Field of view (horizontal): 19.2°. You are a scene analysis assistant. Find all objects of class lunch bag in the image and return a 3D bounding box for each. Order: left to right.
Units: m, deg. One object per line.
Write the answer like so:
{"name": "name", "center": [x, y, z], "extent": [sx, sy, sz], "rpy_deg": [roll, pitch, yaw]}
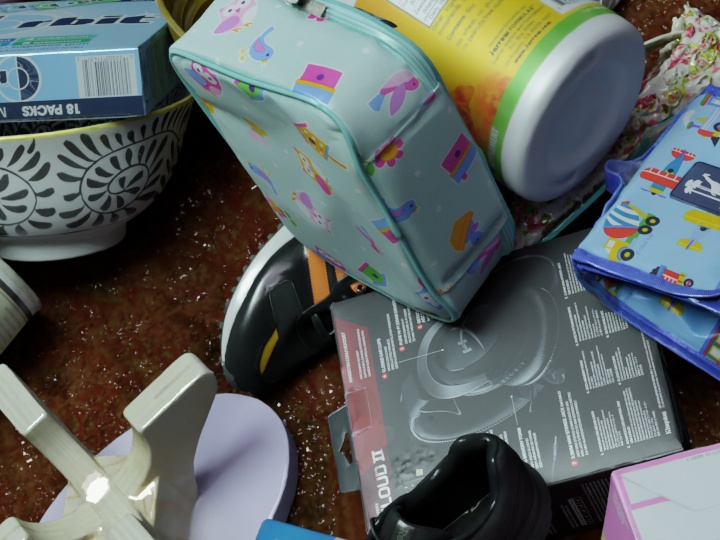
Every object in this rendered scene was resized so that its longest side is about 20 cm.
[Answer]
{"name": "lunch bag", "center": [-0.010, -0.071, 1.155], "extent": [0.077, 0.200, 0.160], "rpy_deg": [-47, 46, -15]}
{"name": "lunch bag", "center": [0.221, -0.013, 1.156], "extent": [0.199, 0.094, 0.151], "rpy_deg": [27, 60, 22]}

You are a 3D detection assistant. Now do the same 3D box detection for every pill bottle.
{"name": "pill bottle", "center": [0.052, -0.134, 1.197], "extent": [0.200, 0.111, 0.111], "rpy_deg": [36, 79, 28]}

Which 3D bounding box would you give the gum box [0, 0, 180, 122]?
{"name": "gum box", "center": [-0.197, -0.134, 1.334], "extent": [0.169, 0.200, 0.045], "rpy_deg": [-2, 105, 8]}

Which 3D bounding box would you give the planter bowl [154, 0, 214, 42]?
{"name": "planter bowl", "center": [-0.037, -0.137, 1.328], "extent": [0.199, 0.084, 0.201], "rpy_deg": [9, 40, -7]}

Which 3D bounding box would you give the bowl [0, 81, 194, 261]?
{"name": "bowl", "center": [-0.195, -0.063, 1.340], "extent": [0.199, 0.095, 0.201], "rpy_deg": [-4, 17, 1]}

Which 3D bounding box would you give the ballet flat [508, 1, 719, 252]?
{"name": "ballet flat", "center": [0.145, -0.085, 1.254], "extent": [0.200, 0.076, 0.064], "rpy_deg": [-39, 91, -17]}

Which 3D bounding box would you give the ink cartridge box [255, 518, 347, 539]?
{"name": "ink cartridge box", "center": [0.023, 0.232, 1.130], "extent": [0.199, 0.084, 0.147], "rpy_deg": [11, 67, 25]}

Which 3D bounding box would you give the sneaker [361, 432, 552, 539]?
{"name": "sneaker", "center": [0.018, 0.163, 1.066], "extent": [0.076, 0.091, 0.201], "rpy_deg": [24, 72, 27]}

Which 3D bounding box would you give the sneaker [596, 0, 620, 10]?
{"name": "sneaker", "center": [0.117, -0.173, 1.305], "extent": [0.074, 0.100, 0.201], "rpy_deg": [-2, 61, 20]}

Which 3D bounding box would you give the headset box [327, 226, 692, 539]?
{"name": "headset box", "center": [0.076, 0.075, 1.199], "extent": [0.199, 0.077, 0.150], "rpy_deg": [-18, 58, 11]}

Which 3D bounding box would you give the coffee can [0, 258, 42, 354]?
{"name": "coffee can", "center": [-0.313, 0.053, 1.307], "extent": [0.146, 0.147, 0.200], "rpy_deg": [32, 77, 30]}

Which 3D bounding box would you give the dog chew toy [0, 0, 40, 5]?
{"name": "dog chew toy", "center": [-0.292, -0.244, 1.480], "extent": [0.199, 0.125, 0.125], "rpy_deg": [9, 66, 33]}

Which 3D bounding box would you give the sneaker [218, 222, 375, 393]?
{"name": "sneaker", "center": [0.000, 0.000, 1.270], "extent": [0.090, 0.070, 0.200], "rpy_deg": [31, 74, 33]}

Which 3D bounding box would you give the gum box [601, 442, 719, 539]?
{"name": "gum box", "center": [0.224, 0.130, 1.069], "extent": [0.199, 0.114, 0.066], "rpy_deg": [-13, 57, -7]}

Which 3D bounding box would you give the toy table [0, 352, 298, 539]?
{"name": "toy table", "center": [-0.137, 0.134, 1.220], "extent": [0.183, 0.117, 0.200], "rpy_deg": [31, 77, 30]}
